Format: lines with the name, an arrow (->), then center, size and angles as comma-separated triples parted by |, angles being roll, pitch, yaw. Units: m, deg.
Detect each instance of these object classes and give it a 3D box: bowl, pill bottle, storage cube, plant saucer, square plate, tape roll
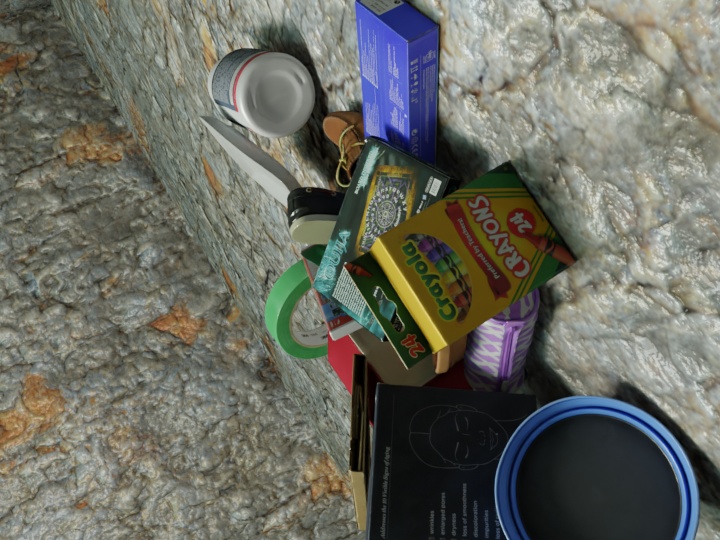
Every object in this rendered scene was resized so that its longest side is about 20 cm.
bowl -> 0.241, 0.232, 0.771 | 0.201, 0.201, 0.039 | 50, -173, 28
pill bottle -> -0.162, -0.278, 1.147 | 0.200, 0.119, 0.120 | 33, 149, 56
storage cube -> 0.067, 0.118, 1.096 | 0.200, 0.170, 0.180 | 52, 160, 25
plant saucer -> 0.107, 0.025, 0.917 | 0.200, 0.037, 0.202 | -2, -90, -88
square plate -> -0.143, -0.150, 1.170 | 0.198, 0.028, 0.200 | 38, 174, 27
tape roll -> -0.073, 0.064, 1.343 | 0.048, 0.200, 0.201 | 42, 156, 42

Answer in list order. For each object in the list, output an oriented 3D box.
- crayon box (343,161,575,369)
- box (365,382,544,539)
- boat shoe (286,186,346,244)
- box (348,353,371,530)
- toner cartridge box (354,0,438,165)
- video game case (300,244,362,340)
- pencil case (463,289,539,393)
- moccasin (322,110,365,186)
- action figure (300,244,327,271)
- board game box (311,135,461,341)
crayon box -> 0.099, -0.006, 0.749 | 0.127, 0.199, 0.051 | 56, 162, 7
box -> 0.108, 0.254, 0.896 | 0.124, 0.195, 0.201 | 94, -179, -57
boat shoe -> -0.002, -0.066, 0.968 | 0.074, 0.200, 0.063 | -47, 46, 45
box -> 0.002, 0.231, 0.997 | 0.201, 0.021, 0.164 | 85, -175, -52
toner cartridge box -> 0.042, -0.205, 0.846 | 0.095, 0.043, 0.201 | 49, 160, 31
video game case -> 0.000, 0.000, 1.048 | 0.200, 0.142, 0.018 | -115, -1, -52
pencil case -> 0.166, 0.082, 0.898 | 0.201, 0.083, 0.086 | 81, -171, -52
moccasin -> 0.008, -0.144, 0.985 | 0.202, 0.077, 0.074 | 50, 160, 29
action figure -> 0.023, 0.016, 0.940 | 0.200, 0.118, 0.055 | 26, 114, 50
board game box -> 0.024, -0.039, 0.862 | 0.135, 0.028, 0.201 | 35, 112, 38
